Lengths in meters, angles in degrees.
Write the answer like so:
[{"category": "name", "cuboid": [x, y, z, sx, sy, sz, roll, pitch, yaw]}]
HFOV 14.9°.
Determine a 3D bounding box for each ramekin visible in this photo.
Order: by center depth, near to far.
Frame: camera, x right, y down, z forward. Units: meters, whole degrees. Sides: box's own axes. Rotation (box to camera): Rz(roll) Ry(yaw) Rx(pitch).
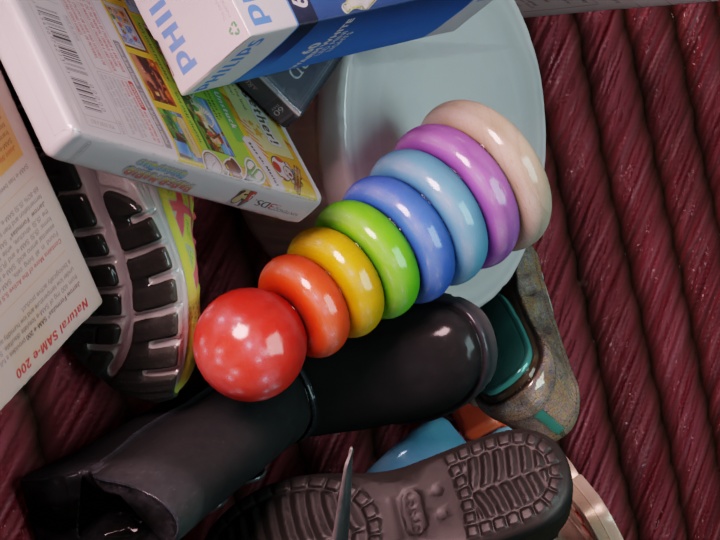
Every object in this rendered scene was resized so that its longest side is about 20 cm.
[{"category": "ramekin", "cuboid": [0.011, -0.076, 1.480, 0.202, 0.094, 0.203, 1, 89, -55]}]

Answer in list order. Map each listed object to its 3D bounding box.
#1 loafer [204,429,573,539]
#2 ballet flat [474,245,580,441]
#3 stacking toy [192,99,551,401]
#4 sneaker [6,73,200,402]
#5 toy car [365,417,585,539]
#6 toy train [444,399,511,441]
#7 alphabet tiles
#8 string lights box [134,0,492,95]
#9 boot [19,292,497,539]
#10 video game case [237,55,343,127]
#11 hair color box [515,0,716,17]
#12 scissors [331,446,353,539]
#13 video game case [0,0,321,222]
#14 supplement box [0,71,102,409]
[{"category": "loafer", "cuboid": [0.017, 0.139, 1.369, 0.071, 0.200, 0.073, 53, 27, -55]}, {"category": "ballet flat", "cuboid": [0.081, 0.029, 1.540, 0.067, 0.068, 0.200, 41, 22, -30]}, {"category": "stacking toy", "cuboid": [0.000, 0.000, 1.339, 0.200, 0.085, 0.085, -37, 121, -29]}, {"category": "sneaker", "cuboid": [-0.104, -0.037, 1.331, 0.090, 0.078, 0.200, -25, 110, -56]}, {"category": "toy car", "cuboid": [0.043, 0.205, 1.497, 0.177, 0.184, 0.200, -41, 172, -9]}, {"category": "toy train", "cuboid": [0.089, 0.143, 1.584, 0.200, 0.056, 0.150, 66, 9, 12]}, {"category": "alphabet tiles", "cuboid": [0.151, 0.189, 1.473, 0.015, 0.196, 0.200, -30, 111, -3]}, {"category": "string lights box", "cuboid": [-0.024, -0.155, 1.303, 0.200, 0.059, 0.103, -19, 78, -48]}, {"category": "boot", "cuboid": [-0.047, 0.077, 1.339, 0.200, 0.165, 0.066, -27, 99, -52]}, {"category": "video game case", "cuboid": [-0.075, -0.180, 1.330, 0.200, 0.019, 0.143, 45, 43, -13]}, {"category": "hair color box", "cuboid": [0.129, -0.192, 1.560, 0.100, 0.200, 0.061, 26, 68, -52]}, {"category": "scissors", "cuboid": [-0.011, 0.162, 1.320, 0.073, 0.014, 0.200, -11, 125, -46]}, {"category": "video game case", "cuboid": [-0.117, -0.118, 1.268, 0.182, 0.023, 0.200, 14, 41, -54]}, {"category": "supplement box", "cuboid": [-0.205, -0.033, 1.188, 0.126, 0.073, 0.200, -49, 127, -45]}]
